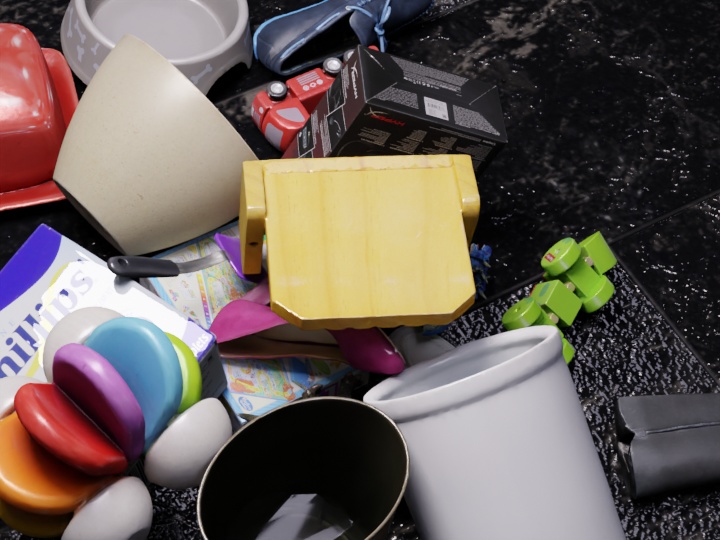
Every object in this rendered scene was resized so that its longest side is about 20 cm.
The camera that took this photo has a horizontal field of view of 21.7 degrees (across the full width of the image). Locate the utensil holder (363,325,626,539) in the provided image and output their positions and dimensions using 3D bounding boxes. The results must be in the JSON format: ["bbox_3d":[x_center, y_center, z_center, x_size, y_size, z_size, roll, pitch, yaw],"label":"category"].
[{"bbox_3d":[0.116,0.167,1.532,0.170,0.170,0.201,-24,96,-21],"label":"utensil holder"}]

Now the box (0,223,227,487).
[{"bbox_3d":[-0.248,0.096,1.614,0.200,0.105,0.184,31,68,17],"label":"box"}]

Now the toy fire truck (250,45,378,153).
[{"bbox_3d":[0.007,-0.151,1.870,0.200,0.049,0.141,-25,60,-21],"label":"toy fire truck"}]

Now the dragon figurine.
[{"bbox_3d":[0.052,0.022,1.716,0.099,0.059,0.200,11,27,24],"label":"dragon figurine"}]

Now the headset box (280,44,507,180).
[{"bbox_3d":[0.021,-0.100,1.739,0.148,0.200,0.077,13,49,-24],"label":"headset box"}]

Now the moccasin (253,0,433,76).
[{"bbox_3d":[-0.009,-0.242,1.924,0.200,0.081,0.068,-26,45,-7],"label":"moccasin"}]

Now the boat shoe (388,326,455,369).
[{"bbox_3d":[0.093,0.111,1.673,0.071,0.070,0.200,-25,57,-23],"label":"boat shoe"}]

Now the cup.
[{"bbox_3d":[-0.199,-0.097,1.742,0.200,0.200,0.143,41,80,22],"label":"cup"}]

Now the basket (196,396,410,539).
[{"bbox_3d":[-0.050,0.221,1.502,0.180,0.200,0.136,-35,63,-27],"label":"basket"}]

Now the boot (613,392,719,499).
[{"bbox_3d":[0.333,0.177,1.651,0.199,0.066,0.165,-1,46,-10],"label":"boot"}]

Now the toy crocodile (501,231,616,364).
[{"bbox_3d":[0.176,0.036,1.745,0.068,0.062,0.200,46,62,-16],"label":"toy crocodile"}]

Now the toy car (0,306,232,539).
[{"bbox_3d":[-0.209,0.115,1.461,0.175,0.150,0.200,41,72,18],"label":"toy car"}]

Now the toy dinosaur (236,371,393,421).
[{"bbox_3d":[-0.006,0.144,1.620,0.199,0.077,0.103,13,49,-11],"label":"toy dinosaur"}]

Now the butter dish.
[{"bbox_3d":[-0.366,-0.166,1.785,0.199,0.148,0.200,-10,55,-12],"label":"butter dish"}]

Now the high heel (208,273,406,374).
[{"bbox_3d":[-0.050,0.070,1.624,0.096,0.068,0.200,-45,38,-19],"label":"high heel"}]

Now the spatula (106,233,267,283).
[{"bbox_3d":[-0.150,-0.006,1.659,0.200,0.021,0.057,-6,56,-50],"label":"spatula"}]

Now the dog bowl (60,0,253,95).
[{"bbox_3d":[-0.204,-0.253,1.904,0.199,0.059,0.201,6,49,-7],"label":"dog bowl"}]

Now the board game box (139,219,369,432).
[{"bbox_3d":[-0.099,0.048,1.725,0.134,0.034,0.200,-24,60,-20],"label":"board game box"}]

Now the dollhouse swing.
[{"bbox_3d":[0.000,0.000,1.630,0.199,0.182,0.176,-2,65,-7],"label":"dollhouse swing"}]
